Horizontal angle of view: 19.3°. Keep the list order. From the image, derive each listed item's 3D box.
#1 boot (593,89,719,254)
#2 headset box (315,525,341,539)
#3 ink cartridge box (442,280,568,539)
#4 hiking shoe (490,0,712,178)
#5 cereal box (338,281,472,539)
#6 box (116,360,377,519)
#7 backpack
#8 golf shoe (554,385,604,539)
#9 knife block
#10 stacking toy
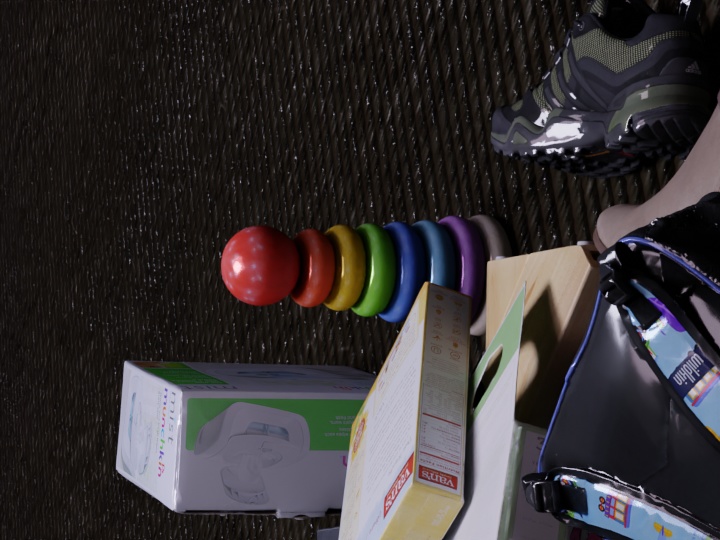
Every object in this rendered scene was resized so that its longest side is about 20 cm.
[{"bbox_3d":[0.197,-0.052,1.137,0.200,0.070,0.146,-136,55,-59],"label":"boot"},{"bbox_3d":[0.038,0.262,1.478,0.174,0.093,0.200,153,118,-67],"label":"headset box"},{"bbox_3d":[0.086,0.129,1.254,0.146,0.048,0.200,114,171,-52],"label":"ink cartridge box"},{"bbox_3d":[0.149,-0.113,1.273,0.200,0.076,0.101,-5,75,60],"label":"hiking shoe"},{"bbox_3d":[0.027,0.122,1.358,0.200,0.039,0.144,-84,17,-52],"label":"cereal box"},{"bbox_3d":[-0.070,0.129,1.631,0.176,0.200,0.097,-168,81,-70],"label":"box"},{"bbox_3d":[0.201,0.079,1.003,0.200,0.134,0.183,35,130,27],"label":"backpack"},{"bbox_3d":[0.154,0.148,1.216,0.092,0.072,0.200,118,152,-54],"label":"golf shoe"},{"bbox_3d":[0.125,0.077,1.310,0.200,0.064,0.176,168,103,-69],"label":"knife block"},{"bbox_3d":[0.000,0.000,1.455,0.085,0.200,0.086,-178,90,-70],"label":"stacking toy"}]
